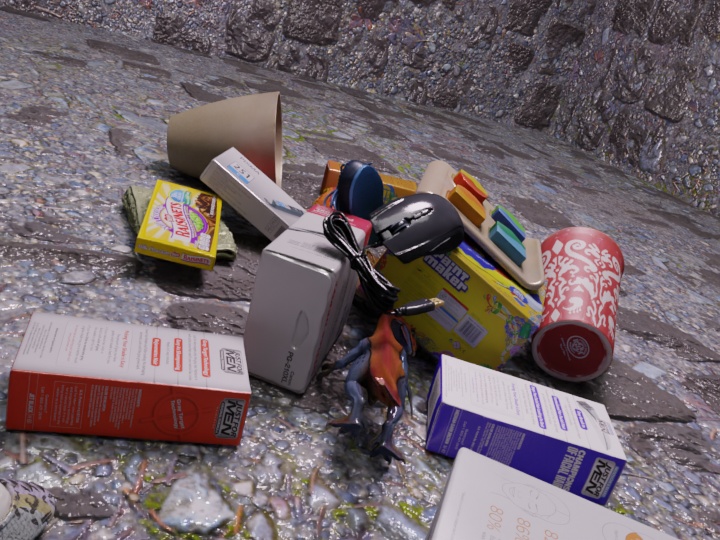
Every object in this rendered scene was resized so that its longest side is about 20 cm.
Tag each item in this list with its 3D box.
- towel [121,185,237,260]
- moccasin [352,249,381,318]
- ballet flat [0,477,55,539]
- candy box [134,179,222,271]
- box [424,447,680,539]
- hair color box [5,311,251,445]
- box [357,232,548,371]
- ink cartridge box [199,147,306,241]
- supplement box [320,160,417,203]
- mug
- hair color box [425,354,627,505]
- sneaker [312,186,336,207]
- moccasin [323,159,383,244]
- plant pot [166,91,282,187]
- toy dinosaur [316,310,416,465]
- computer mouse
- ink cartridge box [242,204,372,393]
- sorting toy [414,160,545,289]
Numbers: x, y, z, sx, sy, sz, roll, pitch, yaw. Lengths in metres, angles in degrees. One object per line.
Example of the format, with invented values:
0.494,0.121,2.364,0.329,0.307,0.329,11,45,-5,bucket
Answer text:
-0.267,-0.071,1.039,0.146,0.037,0.200,6,24,-29,towel
0.001,0.001,1.002,0.074,0.077,0.202,50,1,-26,moccasin
-0.270,0.162,0.424,0.071,0.073,0.199,27,23,25,ballet flat
-0.244,-0.066,0.967,0.100,0.027,0.201,12,26,-15,candy box
0.133,0.241,0.488,0.196,0.108,0.152,21,21,11,box
-0.204,0.098,0.640,0.196,0.062,0.102,9,23,-18,hair color box
0.128,0.018,0.929,0.199,0.123,0.193,40,23,3,box
-0.142,-0.115,1.131,0.199,0.045,0.177,41,21,-6,ink cartridge box
0.020,-0.165,1.448,0.196,0.068,0.069,11,22,-13,supplement box
0.324,0.060,1.009,0.176,0.134,0.201,34,40,-6,mug
0.171,0.167,0.758,0.196,0.066,0.110,16,20,1,hair color box
-0.051,-0.100,1.259,0.075,0.075,0.200,-5,17,5,sneaker
-0.012,-0.087,0.947,0.068,0.081,0.201,33,-16,18,moccasin
-0.245,-0.230,1.287,0.195,0.191,0.188,1,22,-2,plant pot
0.034,0.098,0.719,0.104,0.200,0.184,28,51,-11,toy dinosaur
0.066,-0.026,0.763,0.197,0.046,0.142,-11,60,-39,computer mouse
-0.059,0.024,0.814,0.083,0.148,0.200,18,21,6,ink cartridge box
0.168,-0.073,0.949,0.199,0.037,0.186,38,23,-4,sorting toy
